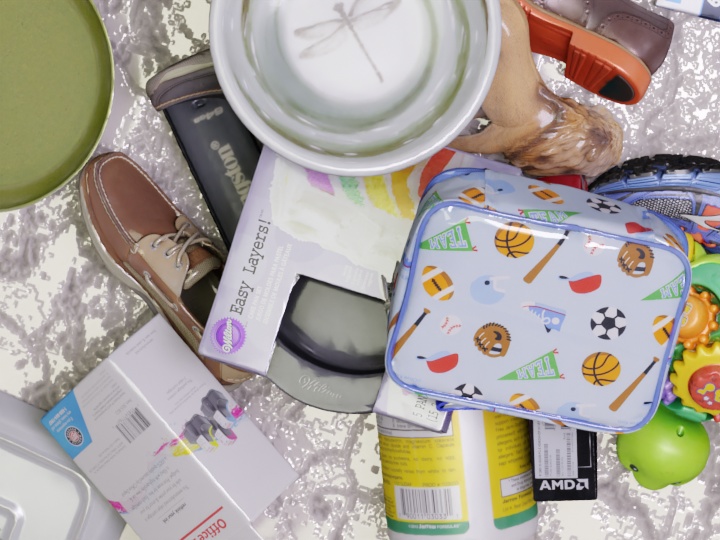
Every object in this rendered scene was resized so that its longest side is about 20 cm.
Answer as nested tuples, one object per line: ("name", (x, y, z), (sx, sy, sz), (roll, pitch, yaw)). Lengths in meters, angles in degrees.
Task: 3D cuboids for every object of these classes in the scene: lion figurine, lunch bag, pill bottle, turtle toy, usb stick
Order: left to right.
("usb stick", (-0.086, -0.052, 1.759), (0.055, 0.033, 0.201), (-27, 82, 7))
("pill bottle", (0.066, 0.097, 1.735), (0.112, 0.113, 0.201), (-6, 96, 7))
("lion figurine", (0.102, -0.139, 1.697), (0.122, 0.073, 0.200), (-5, 135, 31))
("lunch bag", (0.111, 0.024, 1.580), (0.199, 0.076, 0.161), (12, 114, -2))
("turtle toy", (0.243, 0.070, 1.704), (0.145, 0.101, 0.201), (19, 129, -7))

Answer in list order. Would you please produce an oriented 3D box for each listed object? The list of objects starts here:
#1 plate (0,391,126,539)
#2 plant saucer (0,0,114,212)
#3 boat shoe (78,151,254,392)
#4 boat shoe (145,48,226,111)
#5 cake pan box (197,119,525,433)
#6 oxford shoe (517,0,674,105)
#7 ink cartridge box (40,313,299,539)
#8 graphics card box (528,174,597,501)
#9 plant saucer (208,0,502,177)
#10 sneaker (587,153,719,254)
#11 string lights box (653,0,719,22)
("plate", (-0.286, 0.195, 1.826), (0.199, 0.032, 0.201), (23, 98, 3))
("plant saucer", (-0.273, -0.143, 1.780), (0.199, 0.031, 0.201), (1, 93, 11))
("boat shoe", (-0.130, -0.005, 1.755), (0.076, 0.072, 0.200), (-41, 101, -36))
("boat shoe", (-0.055, -0.135, 1.723), (0.199, 0.075, 0.074), (-13, 96, 5))
("cake pan box", (0.000, 0.000, 1.665), (0.183, 0.052, 0.201), (18, 86, 10))
("oxford shoe", (0.132, -0.198, 1.729), (0.199, 0.071, 0.073), (33, 71, 4))
("ink cartridge box", (-0.128, 0.146, 1.760), (0.200, 0.068, 0.115), (50, 137, -1))
("graphics card box", (0.141, 0.048, 1.693), (0.050, 0.126, 0.201), (-3, 112, 6))
("plant saucer", (-0.004, -0.163, 1.634), (0.199, 0.050, 0.202), (0, 90, -3))
("sneaker", (0.256, -0.039, 1.720), (0.199, 0.075, 0.079), (4, 100, 8))
("string lights box", (0.316, -0.215, 1.699), (0.199, 0.059, 0.103), (14, 97, 5))
